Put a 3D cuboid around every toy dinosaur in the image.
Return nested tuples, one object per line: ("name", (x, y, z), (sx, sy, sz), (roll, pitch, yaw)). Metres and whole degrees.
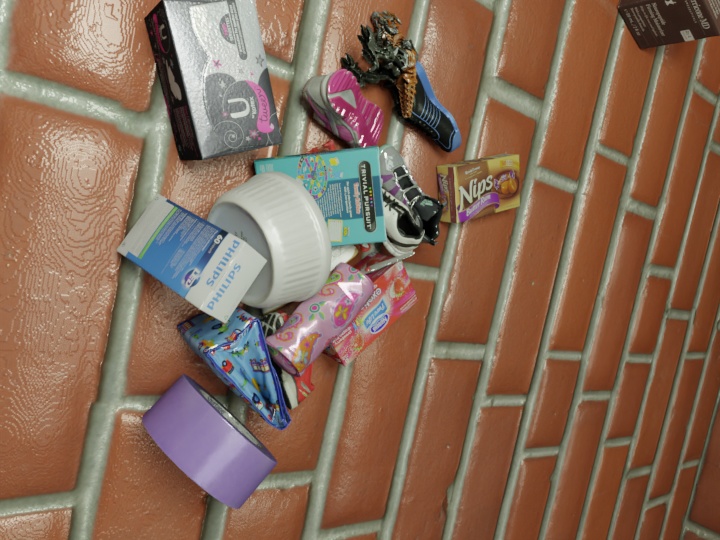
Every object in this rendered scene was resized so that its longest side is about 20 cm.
("toy dinosaur", (0.052, -0.360, 0.896), (0.135, 0.201, 0.103), (-8, 143, -30))

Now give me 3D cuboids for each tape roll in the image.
("tape roll", (-0.225, 0.255, 0.795), (0.085, 0.199, 0.201), (-46, 122, -16))

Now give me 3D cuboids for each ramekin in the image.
("ramekin", (-0.144, -0.037, 0.779), (0.094, 0.201, 0.205), (-27, 115, -45))

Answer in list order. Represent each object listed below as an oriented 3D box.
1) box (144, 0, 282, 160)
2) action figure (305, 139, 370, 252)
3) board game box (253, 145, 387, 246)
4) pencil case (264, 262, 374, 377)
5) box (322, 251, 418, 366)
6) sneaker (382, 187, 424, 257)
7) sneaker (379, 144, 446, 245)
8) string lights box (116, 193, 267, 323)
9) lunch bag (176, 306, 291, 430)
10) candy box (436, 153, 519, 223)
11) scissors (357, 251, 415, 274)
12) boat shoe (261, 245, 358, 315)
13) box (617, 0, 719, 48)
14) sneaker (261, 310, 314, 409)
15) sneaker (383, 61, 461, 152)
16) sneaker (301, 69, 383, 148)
("box", (-0.205, -0.268, 0.748), (0.131, 0.114, 0.202), (-20, 111, -30))
("action figure", (-0.030, -0.122, 0.916), (0.201, 0.065, 0.052), (62, 32, -17))
("board game box", (-0.062, -0.116, 0.861), (0.198, 0.047, 0.153), (-5, 107, 2))
("pencil case", (-0.064, 0.074, 0.844), (0.200, 0.087, 0.088), (-47, 122, -24))
("box", (-0.001, 0.066, 0.975), (0.200, 0.095, 0.100), (-39, 120, -22))
("sneaker", (0.043, -0.118, 0.945), (0.200, 0.080, 0.074), (48, 62, -5))
("sneaker", (0.103, -0.138, 0.975), (0.077, 0.139, 0.201), (-35, 119, -24))
("string lights box", (-0.236, -0.021, 0.724), (0.103, 0.199, 0.059), (-57, 148, -10))
("lunch bag", (-0.185, 0.162, 0.832), (0.094, 0.150, 0.201), (-34, 117, -24))
("candy box", (0.256, -0.179, 1.127), (0.198, 0.056, 0.118), (-16, 109, -33))
("scissors", (0.000, 0.000, 0.953), (0.199, 0.073, 0.014), (-31, 126, -9))
("boat shoe", (-0.100, 0.001, 0.917), (0.199, 0.071, 0.070), (-37, 92, -15))
("box", (0.789, -0.684, 1.302), (0.165, 0.199, 0.165), (32, 82, -34))
("sneaker", (-0.123, 0.147, 0.926), (0.085, 0.077, 0.202), (-30, 129, -34))
("sneaker", (0.116, -0.296, 1.000), (0.078, 0.070, 0.200), (-45, 115, -15))
("sneaker", (-0.028, -0.270, 0.897), (0.082, 0.088, 0.200), (-61, 148, -11))
